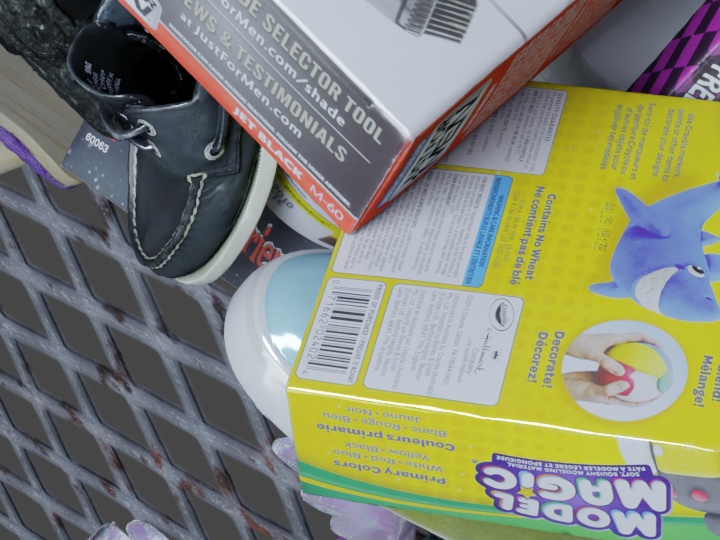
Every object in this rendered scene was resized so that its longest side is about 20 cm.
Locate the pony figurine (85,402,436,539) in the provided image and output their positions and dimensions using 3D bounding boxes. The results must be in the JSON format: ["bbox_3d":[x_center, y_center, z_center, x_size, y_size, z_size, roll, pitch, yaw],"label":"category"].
[{"bbox_3d":[-0.009,0.150,1.085,0.193,0.167,0.200,42,-168,-20],"label":"pony figurine"}]

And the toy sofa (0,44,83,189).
[{"bbox_3d":[-0.184,-0.106,0.925,0.083,0.098,0.200,-16,140,40],"label":"toy sofa"}]

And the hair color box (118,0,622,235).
[{"bbox_3d":[0.034,-0.116,0.612,0.111,0.200,0.064,46,154,7],"label":"hair color box"}]

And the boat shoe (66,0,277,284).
[{"bbox_3d":[-0.059,-0.073,0.769,0.075,0.066,0.200,62,145,34],"label":"boat shoe"}]

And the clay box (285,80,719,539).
[{"bbox_3d":[0.093,0.013,0.590,0.200,0.115,0.048,9,139,12],"label":"clay box"}]

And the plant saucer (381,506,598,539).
[{"bbox_3d":[0.094,0.103,0.823,0.200,0.031,0.200,25,176,2],"label":"plant saucer"}]

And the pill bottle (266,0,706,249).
[{"bbox_3d":[0.041,-0.070,0.768,0.109,0.109,0.200,53,154,-10],"label":"pill bottle"}]

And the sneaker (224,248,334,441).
[{"bbox_3d":[0.066,0.027,0.656,0.200,0.074,0.082,18,139,-15],"label":"sneaker"}]

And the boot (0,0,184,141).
[{"bbox_3d":[-0.120,-0.157,0.881,0.158,0.211,0.079,33,133,-32],"label":"boot"}]

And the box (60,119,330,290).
[{"bbox_3d":[0.000,0.000,0.921,0.200,0.038,0.137,34,-168,28],"label":"box"}]

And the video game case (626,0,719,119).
[{"bbox_3d":[0.133,0.017,0.696,0.181,0.036,0.200,27,140,-11],"label":"video game case"}]
